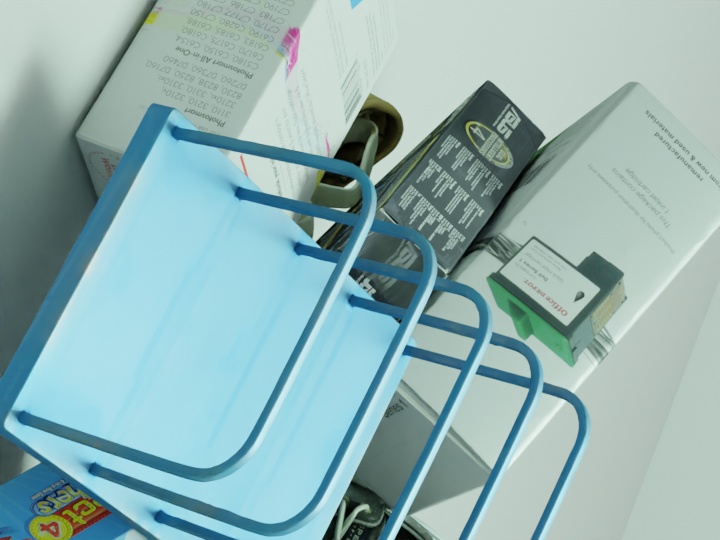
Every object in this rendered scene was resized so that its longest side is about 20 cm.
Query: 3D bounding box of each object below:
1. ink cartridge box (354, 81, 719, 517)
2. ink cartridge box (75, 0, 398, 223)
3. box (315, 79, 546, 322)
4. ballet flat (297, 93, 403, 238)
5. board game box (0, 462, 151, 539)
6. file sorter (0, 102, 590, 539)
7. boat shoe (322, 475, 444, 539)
[{"bbox_3d":[0.074,0.018,1.194,0.200,0.084,0.146,-47,-176,-21],"label":"ink cartridge box"},{"bbox_3d":[-0.058,-0.064,1.052,0.200,0.068,0.115,-62,162,-24],"label":"ink cartridge box"},{"bbox_3d":[0.000,0.000,1.178,0.161,0.049,0.200,-45,-177,27],"label":"box"},{"bbox_3d":[-0.038,-0.040,1.168,0.200,0.063,0.069,-50,154,-49],"label":"ballet flat"},{"bbox_3d":[-0.145,0.181,1.018,0.196,0.056,0.200,-30,140,-44],"label":"board game box"},{"bbox_3d":[-0.017,0.054,0.950,0.200,0.123,0.139,45,67,-48],"label":"file sorter"},{"bbox_3d":[-0.011,0.129,1.234,0.200,0.071,0.072,28,88,-33],"label":"boat shoe"}]
